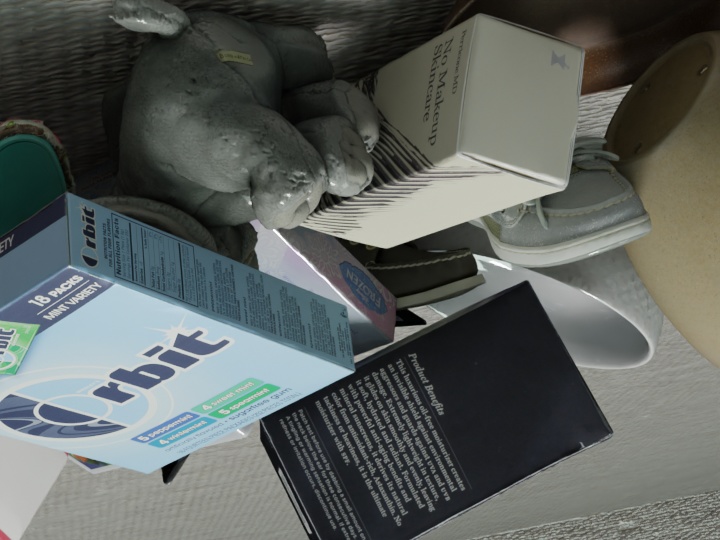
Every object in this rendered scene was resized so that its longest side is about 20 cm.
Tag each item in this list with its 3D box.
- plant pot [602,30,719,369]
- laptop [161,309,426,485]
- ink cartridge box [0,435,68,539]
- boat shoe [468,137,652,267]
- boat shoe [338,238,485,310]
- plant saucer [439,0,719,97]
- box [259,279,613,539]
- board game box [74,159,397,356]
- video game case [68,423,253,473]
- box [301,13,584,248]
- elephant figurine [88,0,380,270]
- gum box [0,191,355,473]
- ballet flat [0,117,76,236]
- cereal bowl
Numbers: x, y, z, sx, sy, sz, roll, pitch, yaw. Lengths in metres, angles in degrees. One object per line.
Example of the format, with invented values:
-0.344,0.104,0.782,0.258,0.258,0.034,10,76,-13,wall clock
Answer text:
0.216,-0.058,0.899,0.134,0.200,0.200,34,143,-17,plant pot
-0.062,0.085,1.219,0.103,0.200,0.177,33,179,-11,laptop
-0.307,0.093,1.037,0.200,0.086,0.148,22,160,13,ink cartridge box
0.096,-0.053,0.892,0.074,0.065,0.202,-21,-159,-9,boat shoe
-0.002,0.000,1.107,0.202,0.060,0.072,-8,-179,41,boat shoe
0.135,-0.149,0.867,0.200,0.032,0.200,-11,162,-3,plant saucer
0.042,0.113,1.085,0.198,0.123,0.200,-26,173,-8,box
-0.114,0.009,1.023,0.199,0.043,0.200,-22,131,29,board game box
-0.198,0.067,1.051,0.182,0.022,0.200,-18,132,44,video game case
0.038,-0.070,0.872,0.068,0.082,0.200,15,164,-23,box
-0.096,-0.040,0.857,0.200,0.155,0.141,-38,173,36,elephant figurine
-0.132,0.043,0.841,0.170,0.045,0.200,-28,145,32,gum box
-0.196,-0.010,0.888,0.076,0.064,0.200,-7,130,-18,ballet flat
0.132,-0.005,1.163,0.200,0.083,0.200,20,164,6,cereal bowl
